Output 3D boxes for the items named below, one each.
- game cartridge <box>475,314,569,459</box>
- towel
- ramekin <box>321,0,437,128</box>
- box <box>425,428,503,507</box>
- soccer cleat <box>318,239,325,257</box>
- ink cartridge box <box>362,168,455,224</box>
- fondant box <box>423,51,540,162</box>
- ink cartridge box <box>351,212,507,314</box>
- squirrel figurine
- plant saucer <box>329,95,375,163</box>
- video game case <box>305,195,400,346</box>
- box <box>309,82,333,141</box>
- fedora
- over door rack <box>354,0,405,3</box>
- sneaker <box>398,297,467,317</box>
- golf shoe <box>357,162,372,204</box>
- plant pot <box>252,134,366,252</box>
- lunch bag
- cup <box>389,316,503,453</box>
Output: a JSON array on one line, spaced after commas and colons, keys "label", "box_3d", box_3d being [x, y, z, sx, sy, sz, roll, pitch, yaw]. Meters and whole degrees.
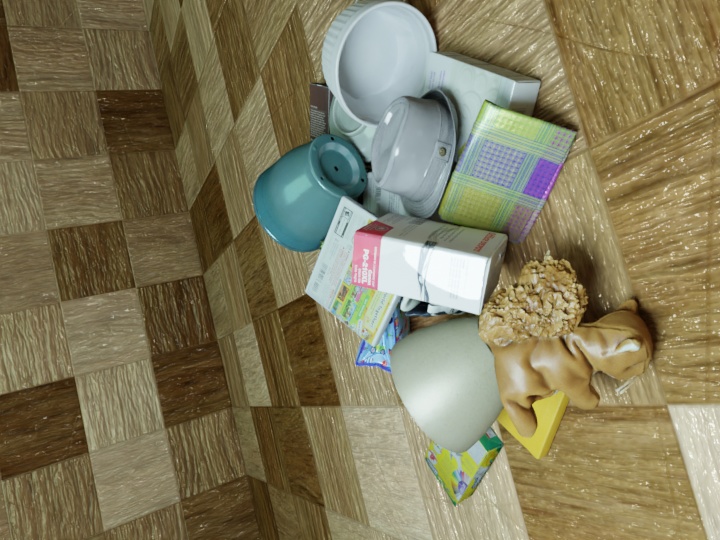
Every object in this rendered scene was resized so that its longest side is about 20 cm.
[{"label": "game cartridge", "box_3d": [0.251, 0.174, 0.882, 0.200, 0.032, 0.180, 43, 135, 44]}, {"label": "towel", "box_3d": [0.204, -0.133, 0.775, 0.023, 0.140, 0.203, -69, -4, -49]}, {"label": "ramekin", "box_3d": [0.025, -0.364, 0.929, 0.105, 0.196, 0.204, 49, 139, 47]}, {"label": "box", "box_3d": [0.191, 0.354, 1.033, 0.118, 0.047, 0.203, 53, 140, 38]}, {"label": "soccer cleat", "box_3d": [-0.045, -0.026, 1.116, 0.200, 0.081, 0.067, 125, 143, -78]}, {"label": "ink cartridge box", "box_3d": [0.085, -0.112, 1.000, 0.199, 0.082, 0.149, 9, 97, 60]}, {"label": "fondant box", "box_3d": [0.175, -0.246, 0.841, 0.200, 0.057, 0.147, 45, 137, 47]}, {"label": "ink cartridge box", "box_3d": [0.104, -0.017, 0.793, 0.196, 0.144, 0.087, 13, 111, 22]}, {"label": "squirrel figurine", "box_3d": [0.260, 0.084, 0.684, 0.184, 0.142, 0.203, -24, 103, 38]}, {"label": "plant saucer", "box_3d": [-0.003, -0.320, 1.072, 0.197, 0.050, 0.206, -2, 88, 41]}, {"label": "video game case", "box_3d": [0.000, 0.000, 0.957, 0.181, 0.023, 0.203, 35, 112, 27]}, {"label": "box", "box_3d": [-0.067, -0.322, 1.235, 0.100, 0.073, 0.205, 35, 131, 51]}, {"label": "fedora", "box_3d": [0.072, -0.189, 0.846, 0.177, 0.088, 0.204, -128, 50, -57]}, {"label": "over door rack", "box_3d": [0.032, -0.519, 0.992, 0.150, 0.065, 0.202, 62, 147, 30]}, {"label": "sneaker", "box_3d": [0.107, 0.023, 0.982, 0.199, 0.127, 0.081, 47, 138, 43]}, {"label": "golf shoe", "box_3d": [0.012, -0.205, 1.141, 0.094, 0.077, 0.204, -25, 86, 53]}, {"label": "plant pot", "box_3d": [-0.090, -0.167, 1.074, 0.187, 0.197, 0.205, -32, 72, 50]}, {"label": "lunch bag", "box_3d": [0.056, 0.071, 1.053, 0.151, 0.092, 0.205, -60, -22, -62]}, {"label": "cup", "box_3d": [0.163, 0.156, 0.841, 0.143, 0.198, 0.203, -41, 60, 24]}]
